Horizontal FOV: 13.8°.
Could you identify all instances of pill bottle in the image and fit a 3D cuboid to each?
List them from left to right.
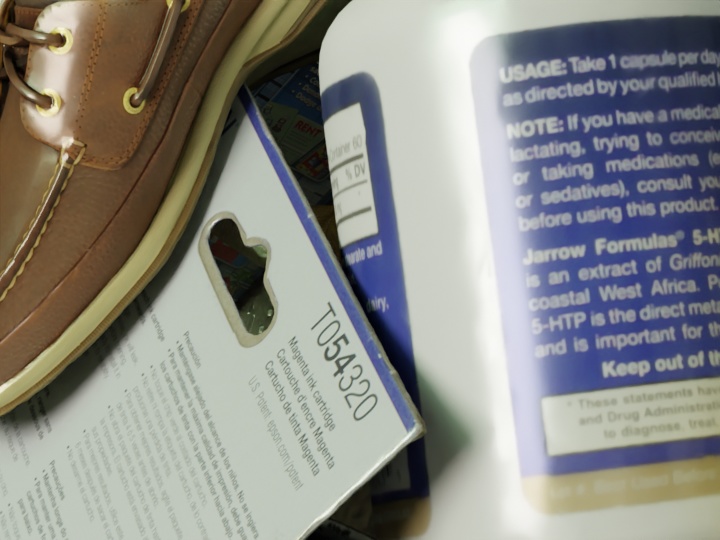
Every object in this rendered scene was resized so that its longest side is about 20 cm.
[{"bbox_3d":[0.052,-0.024,0.762,0.119,0.119,0.201,-11,84,42],"label":"pill bottle"}]

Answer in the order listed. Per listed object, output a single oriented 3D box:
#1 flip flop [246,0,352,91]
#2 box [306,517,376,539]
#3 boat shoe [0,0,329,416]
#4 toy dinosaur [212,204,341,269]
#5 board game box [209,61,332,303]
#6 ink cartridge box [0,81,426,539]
[{"bbox_3d":[-0.062,-0.070,0.873,0.200,0.058,0.081,-34,62,6],"label":"flip flop"},{"bbox_3d":[-0.064,0.175,0.834,0.148,0.104,0.201,-14,60,41],"label":"box"},{"bbox_3d":[-0.073,-0.053,0.799,0.072,0.068,0.201,22,76,54],"label":"boat shoe"},{"bbox_3d":[0.000,0.000,0.890,0.199,0.060,0.107,10,75,23],"label":"toy dinosaur"},{"bbox_3d":[-0.015,-0.121,0.970,0.200,0.062,0.201,-35,48,28],"label":"board game box"},{"bbox_3d":[-0.072,0.060,0.793,0.200,0.043,0.197,-42,37,11],"label":"ink cartridge box"}]
